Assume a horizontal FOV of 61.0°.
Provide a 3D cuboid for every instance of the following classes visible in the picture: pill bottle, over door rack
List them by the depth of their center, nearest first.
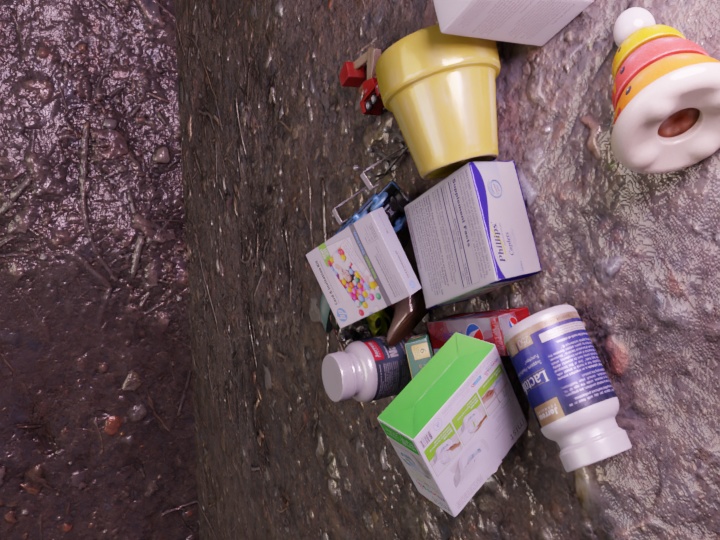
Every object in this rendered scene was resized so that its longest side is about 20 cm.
[{"bbox_3d":[0.287,0.163,0.849,0.116,0.113,0.205,-50,53,51],"label":"pill bottle"},{"bbox_3d":[0.023,-0.200,1.180,0.066,0.201,0.148,42,145,-4],"label":"over door rack"},{"bbox_3d":[0.027,0.197,1.225,0.118,0.195,0.124,17,111,56],"label":"pill bottle"}]

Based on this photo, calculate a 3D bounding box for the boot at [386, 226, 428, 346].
[{"bbox_3d":[0.079,0.022,1.185,0.147,0.070,0.201,46,104,23],"label":"boot"}]

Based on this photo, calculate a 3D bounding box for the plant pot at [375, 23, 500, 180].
[{"bbox_3d":[0.136,-0.256,0.967,0.199,0.196,0.195,-19,85,59],"label":"plant pot"}]

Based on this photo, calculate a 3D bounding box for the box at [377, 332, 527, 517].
[{"bbox_3d":[0.152,0.238,0.958,0.096,0.199,0.179,14,140,53],"label":"box"}]

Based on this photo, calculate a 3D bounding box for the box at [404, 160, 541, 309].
[{"bbox_3d":[0.179,-0.055,1.011,0.199,0.102,0.190,-29,71,59],"label":"box"}]

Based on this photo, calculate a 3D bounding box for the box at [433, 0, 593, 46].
[{"bbox_3d":[0.195,-0.410,0.826,0.106,0.194,0.158,-30,70,58],"label":"box"}]

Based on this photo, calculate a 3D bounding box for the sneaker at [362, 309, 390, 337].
[{"bbox_3d":[0.012,0.069,1.283,0.082,0.074,0.203,30,149,30],"label":"sneaker"}]

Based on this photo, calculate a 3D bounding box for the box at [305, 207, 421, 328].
[{"bbox_3d":[0.000,0.000,1.111,0.198,0.041,0.160,-27,89,45],"label":"box"}]

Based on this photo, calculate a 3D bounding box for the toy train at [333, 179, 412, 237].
[{"bbox_3d":[0.021,-0.089,1.192,0.200,0.086,0.115,-45,14,20],"label":"toy train"}]

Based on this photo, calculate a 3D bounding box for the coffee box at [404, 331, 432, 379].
[{"bbox_3d":[0.116,0.180,1.108,0.200,0.042,0.127,12,-115,-83],"label":"coffee box"}]

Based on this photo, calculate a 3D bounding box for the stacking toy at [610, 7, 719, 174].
[{"bbox_3d":[0.340,-0.229,0.712,0.147,0.142,0.205,124,149,-48],"label":"stacking toy"}]

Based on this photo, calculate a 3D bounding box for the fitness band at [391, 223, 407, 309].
[{"bbox_3d":[0.069,-0.020,1.277,0.143,0.036,0.207,-23,76,59],"label":"fitness band"}]

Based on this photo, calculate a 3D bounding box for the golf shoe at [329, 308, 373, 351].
[{"bbox_3d":[-0.022,0.124,1.291,0.089,0.076,0.202,56,168,26],"label":"golf shoe"}]

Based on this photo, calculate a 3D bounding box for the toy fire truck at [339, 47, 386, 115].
[{"bbox_3d":[0.029,-0.406,1.267,0.199,0.047,0.146,-37,63,56],"label":"toy fire truck"}]

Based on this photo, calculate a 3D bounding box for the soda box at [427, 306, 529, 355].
[{"bbox_3d":[0.199,0.106,1.035,0.198,0.068,0.066,-13,89,61],"label":"soda box"}]

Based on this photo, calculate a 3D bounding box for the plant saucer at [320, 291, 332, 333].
[{"bbox_3d":[-0.051,0.038,1.364,0.038,0.202,0.206,20,123,8],"label":"plant saucer"}]
